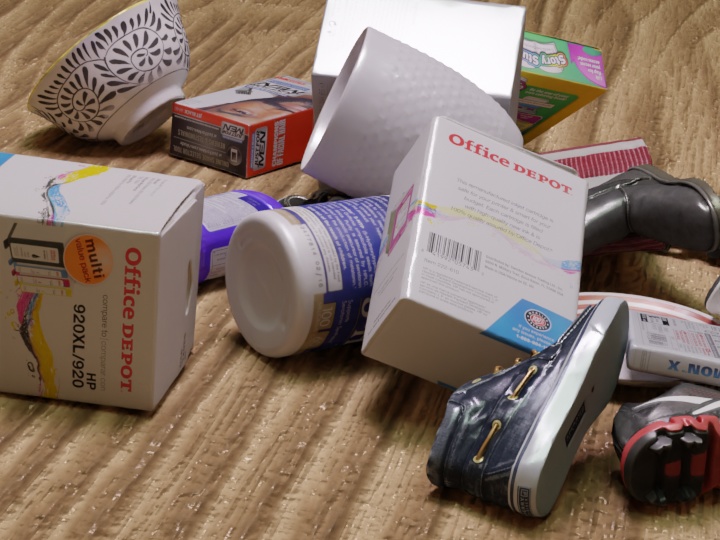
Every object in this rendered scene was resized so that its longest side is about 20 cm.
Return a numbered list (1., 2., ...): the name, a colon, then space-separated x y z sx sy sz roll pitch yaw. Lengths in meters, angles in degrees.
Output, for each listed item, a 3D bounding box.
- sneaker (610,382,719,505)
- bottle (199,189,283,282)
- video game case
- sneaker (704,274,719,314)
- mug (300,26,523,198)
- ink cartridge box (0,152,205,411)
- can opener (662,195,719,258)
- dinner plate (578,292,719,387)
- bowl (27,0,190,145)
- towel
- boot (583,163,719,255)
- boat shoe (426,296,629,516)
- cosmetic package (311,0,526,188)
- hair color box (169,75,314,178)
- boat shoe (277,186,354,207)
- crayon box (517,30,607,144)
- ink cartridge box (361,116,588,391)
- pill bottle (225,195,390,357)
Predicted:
1. sneaker: 0.271 0.121 1.355 0.199 0.071 0.098 -2 23 -16
2. bottle: -0.155 -0.024 1.652 0.083 0.066 0.200 21 25 38
3. video game case: 0.296 0.069 1.452 0.181 0.022 0.200 10 7 6
4. sneaker: 0.397 0.045 1.634 0.200 0.076 0.115 -5 41 -45
5. mug: 0.047 -0.113 1.739 0.175 0.148 0.200 25 -22 -7
6. ink cartridge box: -0.233 0.005 1.432 0.199 0.148 0.145 7 20 6
7. can opener: 0.300 -0.051 1.859 0.199 0.067 0.053 8 21 21
8. dinner plate: 0.226 0.063 1.575 0.199 0.024 0.200 5 19 -2
9. bowl: -0.252 -0.198 2.015 0.094 0.201 0.201 52 32 6
10. towel: 0.221 -0.068 1.839 0.143 0.023 0.200 -8 31 8
11. boot: 0.209 -0.032 1.692 0.199 0.073 0.182 -15 16 -19
12. boat shoe: 0.122 0.085 1.337 0.091 0.071 0.200 13 47 25
13. cosmetic package: 0.059 -0.171 1.883 0.199 0.200 0.123 6 59 5
14. hair color box: -0.104 -0.162 2.052 0.111 0.064 0.200 18 25 31
15. boat shoe: -0.021 -0.043 1.742 0.070 0.064 0.200 -8 24 -31
16. crayon box: 0.138 -0.201 2.037 0.199 0.059 0.172 8 -26 -33
17. ink cartridge box: 0.093 -0.006 1.464 0.144 0.085 0.201 22 49 -12
18. pill bottle: 0.000 0.000 1.548 0.199 0.120 0.120 -9 24 -34
